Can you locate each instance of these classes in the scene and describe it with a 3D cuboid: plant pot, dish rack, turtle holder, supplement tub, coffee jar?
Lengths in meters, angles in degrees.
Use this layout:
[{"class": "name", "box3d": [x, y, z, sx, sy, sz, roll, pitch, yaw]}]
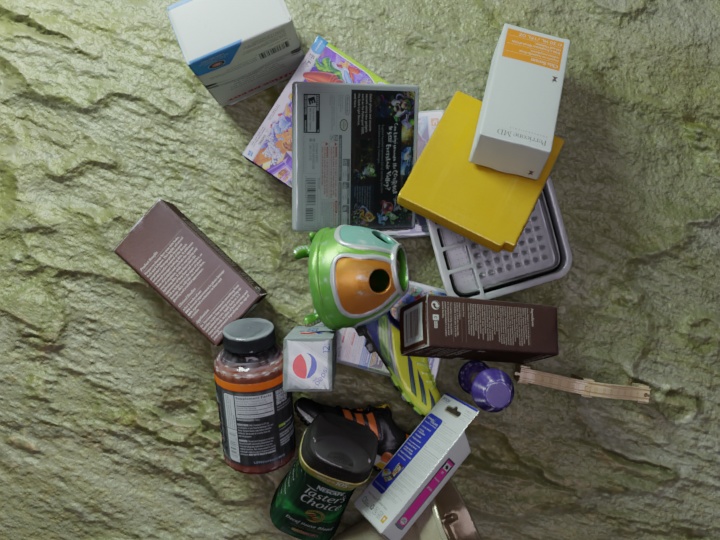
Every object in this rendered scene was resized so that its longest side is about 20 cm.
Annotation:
[{"class": "plant pot", "box3d": [0.063, 0.400, 1.077, 0.182, 0.200, 0.202, -27, 89, 12]}, {"class": "dish rack", "box3d": [0.194, -0.051, 1.126, 0.198, 0.044, 0.174, -15, 89, -10]}, {"class": "turtle holder", "box3d": [0.000, 0.010, 1.057, 0.130, 0.185, 0.143, -8, 75, 15]}, {"class": "supplement tub", "box3d": [-0.146, 0.171, 1.080, 0.106, 0.107, 0.202, -2, 110, 0]}, {"class": "coffee jar", "box3d": [-0.050, 0.284, 1.067, 0.103, 0.086, 0.201, 20, 128, -5]}]

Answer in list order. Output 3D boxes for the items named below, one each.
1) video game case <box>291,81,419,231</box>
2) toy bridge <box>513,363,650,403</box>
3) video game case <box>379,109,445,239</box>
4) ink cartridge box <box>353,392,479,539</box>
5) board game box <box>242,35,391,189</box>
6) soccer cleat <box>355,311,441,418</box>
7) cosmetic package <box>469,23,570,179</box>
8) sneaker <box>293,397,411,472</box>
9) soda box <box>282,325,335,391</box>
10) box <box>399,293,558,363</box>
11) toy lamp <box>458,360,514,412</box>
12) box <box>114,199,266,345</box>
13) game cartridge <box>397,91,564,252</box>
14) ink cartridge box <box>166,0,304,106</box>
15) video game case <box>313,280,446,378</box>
[{"class": "video game case", "box3d": [-0.007, -0.157, 1.086, 0.180, 0.023, 0.202, -2, 101, -17]}, {"class": "toy bridge", "box3d": [0.319, 0.165, 1.123, 0.198, 0.067, 0.028, 9, 90, 0]}, {"class": "video game case", "box3d": [0.034, -0.137, 1.150, 0.198, 0.023, 0.185, -5, 89, 1]}, {"class": "ink cartridge box", "box3d": [0.080, 0.257, 1.031, 0.037, 0.095, 0.200, 43, 80, -21]}, {"class": "board game box", "box3d": [-0.058, -0.210, 1.117, 0.134, 0.045, 0.201, 33, 90, 0]}, {"class": "soccer cleat", "box3d": [0.072, 0.130, 1.109, 0.083, 0.065, 0.201, -36, 89, -2]}, {"class": "cosmetic package", "box3d": [0.223, -0.237, 1.085, 0.100, 0.071, 0.202, 14, 64, 2]}, {"class": "sneaker", "box3d": [0.001, 0.223, 1.132, 0.199, 0.070, 0.091, 32, 75, 0]}, {"class": "soda box", "box3d": [-0.064, 0.115, 1.042, 0.063, 0.200, 0.069, 0, 91, -1]}, {"class": "box", "box3d": [0.162, 0.084, 1.075, 0.198, 0.100, 0.076, 4, 75, -18]}, {"class": "toy lamp", "box3d": [0.170, 0.155, 1.058, 0.057, 0.200, 0.059, 0, 90, 0]}, {"class": "box", "box3d": [-0.241, 0.003, 1.120, 0.200, 0.075, 0.100, 44, 90, -1]}, {"class": "game cartridge", "box3d": [0.170, -0.138, 1.095, 0.175, 0.032, 0.201, 27, 69, 8]}, {"class": "ink cartridge box", "box3d": [-0.161, -0.312, 1.065, 0.145, 0.200, 0.085, -24, 87, 0]}, {"class": "video game case", "box3d": [0.029, 0.078, 1.151, 0.198, 0.018, 0.145, 15, 89, 1]}]
